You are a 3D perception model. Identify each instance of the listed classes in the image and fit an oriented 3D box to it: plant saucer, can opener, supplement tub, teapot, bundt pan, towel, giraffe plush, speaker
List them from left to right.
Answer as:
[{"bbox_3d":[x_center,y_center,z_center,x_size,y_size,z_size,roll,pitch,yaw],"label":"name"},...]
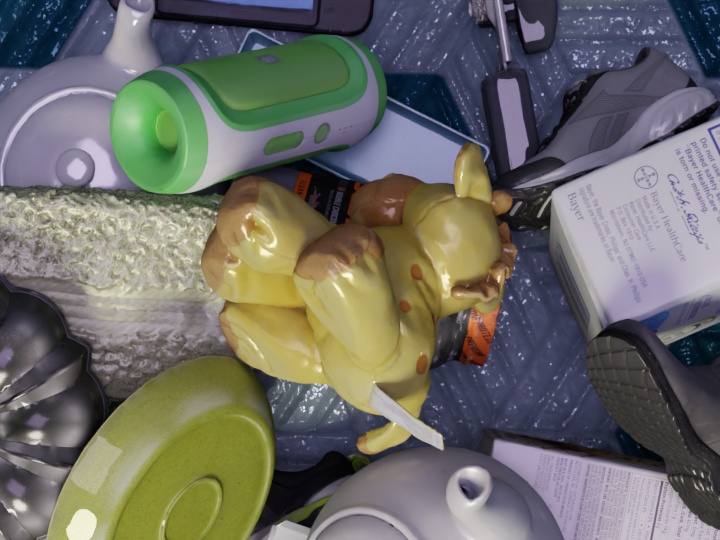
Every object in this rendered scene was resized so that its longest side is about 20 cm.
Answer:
[{"bbox_3d":[-0.254,0.098,1.069,0.201,0.076,0.203,0,92,-11],"label":"bundt pan"},{"bbox_3d":[-0.189,-0.060,1.218,0.197,0.146,0.201,-26,89,1],"label":"teapot"},{"bbox_3d":[-0.160,0.018,1.141,0.199,0.036,0.149,6,100,-9],"label":"towel"},{"bbox_3d":[-0.118,0.152,1.126,0.031,0.200,0.201,27,89,32],"label":"plant saucer"},{"bbox_3d":[-0.071,-0.108,1.174,0.088,0.200,0.089,14,113,38],"label":"speaker"},{"bbox_3d":[-0.008,-0.103,1.278,0.199,0.019,0.070,27,90,1],"label":"plant saucer"},{"bbox_3d":[0.000,0.000,1.223,0.199,0.123,0.123,12,89,1],"label":"supplement tub"},{"bbox_3d":[0.021,-0.002,1.094,0.200,0.173,0.162,40,60,9],"label":"giraffe plush"},{"bbox_3d":[0.025,0.209,1.099,0.197,0.146,0.201,4,92,40],"label":"teapot"},{"bbox_3d":[0.116,-0.129,1.257,0.066,0.053,0.201,-6,89,1],"label":"can opener"}]

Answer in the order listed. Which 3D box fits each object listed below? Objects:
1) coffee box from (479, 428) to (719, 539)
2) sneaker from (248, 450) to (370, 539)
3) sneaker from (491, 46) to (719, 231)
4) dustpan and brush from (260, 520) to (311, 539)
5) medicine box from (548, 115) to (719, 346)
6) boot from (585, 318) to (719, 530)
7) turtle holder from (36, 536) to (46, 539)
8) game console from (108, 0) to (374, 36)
[{"bbox_3d":[0.180,0.170,1.220,0.199,0.113,0.080,11,89,1],"label":"coffee box"},{"bbox_3d":[-0.079,0.188,1.260,0.199,0.072,0.083,-20,50,9],"label":"sneaker"},{"bbox_3d":[0.161,-0.093,1.229,0.200,0.074,0.079,-31,74,-29],"label":"sneaker"},{"bbox_3d":[-0.057,0.274,1.242,0.139,0.057,0.200,24,125,-29],"label":"dustpan and brush"},{"bbox_3d":[0.236,-0.027,1.181,0.199,0.182,0.103,-23,77,1],"label":"medicine box"},{"bbox_3d":[0.230,0.066,1.118,0.132,0.070,0.200,-50,127,-17],"label":"boot"},{"bbox_3d":[-0.208,0.168,1.176,0.140,0.186,0.132,-8,64,19],"label":"turtle holder"},{"bbox_3d":[-0.084,-0.266,1.232,0.199,0.119,0.173,6,89,2],"label":"game console"}]
